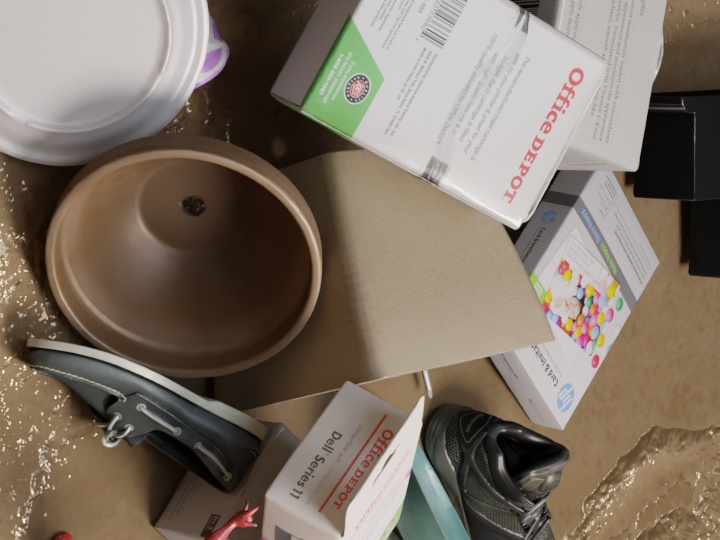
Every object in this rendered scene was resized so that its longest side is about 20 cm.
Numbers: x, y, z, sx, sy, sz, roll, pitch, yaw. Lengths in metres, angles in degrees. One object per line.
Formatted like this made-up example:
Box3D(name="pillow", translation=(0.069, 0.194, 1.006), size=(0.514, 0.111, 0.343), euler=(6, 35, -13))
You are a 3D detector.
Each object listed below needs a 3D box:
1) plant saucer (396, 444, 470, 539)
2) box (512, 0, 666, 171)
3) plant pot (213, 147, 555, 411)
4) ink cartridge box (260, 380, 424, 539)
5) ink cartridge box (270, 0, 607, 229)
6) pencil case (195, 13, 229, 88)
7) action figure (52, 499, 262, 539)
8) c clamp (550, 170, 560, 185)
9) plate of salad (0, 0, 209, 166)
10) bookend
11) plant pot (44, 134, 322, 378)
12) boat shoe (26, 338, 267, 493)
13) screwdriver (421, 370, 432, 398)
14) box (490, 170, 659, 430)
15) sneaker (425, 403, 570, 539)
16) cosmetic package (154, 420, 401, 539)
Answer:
Box3D(name="plant saucer", translation=(0.058, 0.212, 1.719), size=(0.036, 0.200, 0.200), euler=(-27, 117, 3))
Box3D(name="box", translation=(0.135, -0.191, 1.727), size=(0.131, 0.200, 0.199), euler=(17, 81, -41))
Box3D(name="plant pot", translation=(0.000, 0.000, 1.630), size=(0.200, 0.200, 0.177), euler=(-9, 85, -42))
Box3D(name="ink cartridge box", translation=(-0.016, 0.163, 1.511), size=(0.117, 0.067, 0.200), euler=(-54, 166, -31))
Box3D(name="ink cartridge box", translation=(0.058, -0.140, 1.530), size=(0.200, 0.084, 0.146), euler=(29, 91, -23))
Box3D(name="pencil case", translation=(-0.171, -0.219, 1.519), size=(0.085, 0.084, 0.200), euler=(-28, 114, 0))
Box3D(name="action figure", translation=(-0.133, 0.212, 1.497), size=(0.099, 0.200, 0.065), euler=(-39, 118, -35))
Box3D(name="c clamp", translation=(0.132, -0.039, 1.850), size=(0.200, 0.027, 0.171), euler=(-46, 123, -32))
Box3D(name="plate of salad", translation=(-0.207, -0.171, 1.473), size=(0.200, 0.048, 0.200), euler=(-5, 114, -11))
Box3D(name="bookend", translation=(0.339, -0.074, 2.001), size=(0.199, 0.092, 0.200), euler=(-8, 99, -41))
Box3D(name="plant pot", translation=(-0.126, -0.027, 1.532), size=(0.201, 0.201, 0.093), euler=(56, 20, -30))
Box3D(name="boat shoe", translation=(-0.162, 0.106, 1.536), size=(0.200, 0.073, 0.062), euler=(26, 78, -26))
Box3D(name="screwdriver", translation=(0.040, 0.016, 1.762), size=(0.028, 0.029, 0.200), euler=(-27, 105, -39))
Box3D(name="box", translation=(0.187, 0.018, 1.880), size=(0.200, 0.041, 0.156), euler=(-56, 136, -23))
Box3D(name="sneaker", translation=(0.141, 0.205, 1.818), size=(0.076, 0.114, 0.200), euler=(-44, 122, -31))
Box3D(name="cosmetic package", translation=(-0.056, 0.216, 1.654), size=(0.200, 0.081, 0.113), euler=(48, 61, -33))
